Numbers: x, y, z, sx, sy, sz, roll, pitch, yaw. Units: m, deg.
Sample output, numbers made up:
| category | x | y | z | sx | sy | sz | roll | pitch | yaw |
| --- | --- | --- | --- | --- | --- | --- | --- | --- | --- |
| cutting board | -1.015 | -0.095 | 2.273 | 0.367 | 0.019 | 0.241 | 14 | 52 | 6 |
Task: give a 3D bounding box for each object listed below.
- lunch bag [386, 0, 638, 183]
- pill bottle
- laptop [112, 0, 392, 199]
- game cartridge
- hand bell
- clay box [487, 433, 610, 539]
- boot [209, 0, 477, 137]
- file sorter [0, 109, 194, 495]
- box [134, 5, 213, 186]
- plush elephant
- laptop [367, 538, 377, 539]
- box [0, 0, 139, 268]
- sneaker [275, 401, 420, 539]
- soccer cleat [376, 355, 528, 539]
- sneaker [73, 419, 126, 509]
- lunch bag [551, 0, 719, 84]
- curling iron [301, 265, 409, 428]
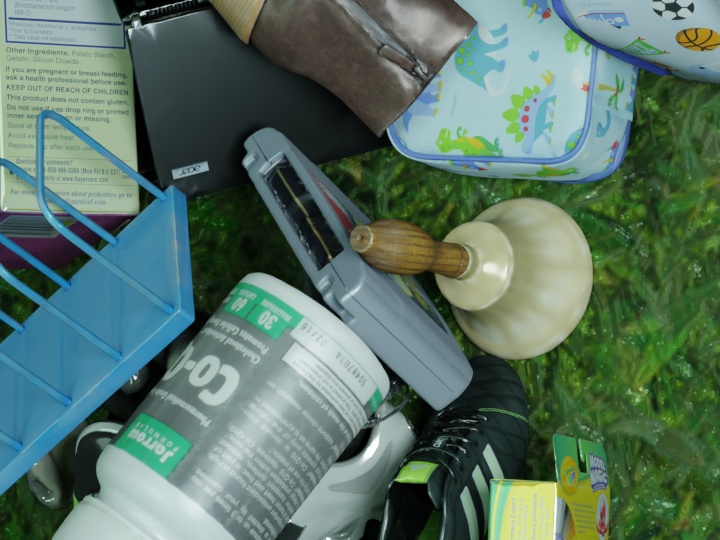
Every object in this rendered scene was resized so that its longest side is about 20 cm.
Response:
| category | x | y | z | sx | sy | sz | roll | pitch | yaw |
| --- | --- | --- | --- | --- | --- | --- | --- | --- | --- |
| lunch bag | 0.097 | -0.159 | 1.675 | 0.160 | 0.082 | 0.201 | 3 | 84 | 30 |
| pill bottle | -0.083 | 0.110 | 1.567 | 0.113 | 0.113 | 0.200 | 30 | 74 | 31 |
| laptop | -0.078 | -0.169 | 1.750 | 0.177 | 0.103 | 0.200 | -15 | 54 | -13 |
| game cartridge | 0.000 | 0.000 | 1.655 | 0.041 | 0.133 | 0.200 | -38 | 37 | 4 |
| hand bell | 0.051 | -0.008 | 1.611 | 0.104 | 0.200 | 0.105 | -5 | 79 | 31 |
| clay box | 0.111 | 0.200 | 1.591 | 0.047 | 0.115 | 0.201 | -1 | 82 | 21 |
| boot | 0.008 | -0.205 | 1.644 | 0.166 | 0.072 | 0.200 | 37 | 103 | 1 |
| file sorter | -0.216 | 0.020 | 1.654 | 0.200 | 0.123 | 0.139 | -42 | 29 | 21 |
| box | -0.109 | -0.163 | 1.806 | 0.100 | 0.075 | 0.201 | -13 | 75 | 28 |
| plush elephant | -0.129 | 0.104 | 1.729 | 0.199 | 0.164 | 0.156 | 16 | 95 | 37 |
| laptop | -0.019 | 0.278 | 1.660 | 0.199 | 0.116 | 0.188 | -12 | 36 | 6 |
| box | -0.225 | -0.116 | 1.805 | 0.176 | 0.096 | 0.201 | 154 | 115 | -65 |
| sneaker | -0.052 | 0.147 | 1.672 | 0.200 | 0.089 | 0.074 | -36 | 35 | -8 |
| soccer cleat | 0.053 | 0.128 | 1.627 | 0.067 | 0.081 | 0.201 | 3 | 55 | 27 |
| sneaker | -0.143 | 0.191 | 1.619 | 0.071 | 0.083 | 0.201 | -11 | 90 | 25 |
| lunch bag | 0.217 | -0.173 | 1.533 | 0.169 | 0.200 | 0.124 | 4 | 89 | 32 |
| curling iron | -0.012 | 0.034 | 1.702 | 0.049 | 0.026 | 0.200 | -20 | 38 | -3 |
